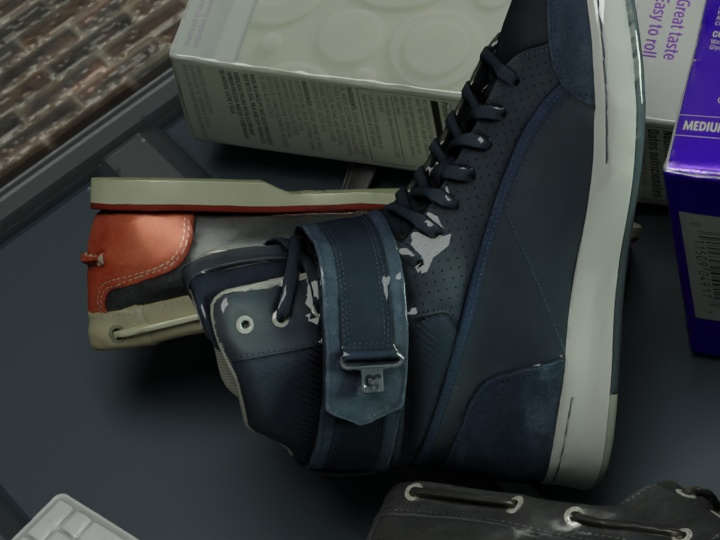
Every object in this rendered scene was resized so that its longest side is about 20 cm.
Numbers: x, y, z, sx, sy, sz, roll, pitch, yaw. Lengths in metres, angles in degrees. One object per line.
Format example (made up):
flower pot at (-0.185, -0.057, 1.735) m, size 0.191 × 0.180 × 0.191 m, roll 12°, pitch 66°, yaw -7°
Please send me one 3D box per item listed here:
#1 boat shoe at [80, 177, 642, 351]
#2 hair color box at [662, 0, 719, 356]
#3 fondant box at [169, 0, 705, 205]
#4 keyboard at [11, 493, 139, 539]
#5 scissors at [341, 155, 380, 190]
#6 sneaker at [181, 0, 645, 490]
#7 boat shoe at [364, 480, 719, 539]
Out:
boat shoe at (0.000, 0.000, 1.046) m, size 0.199 × 0.071 × 0.063 m, roll 2°, pitch 91°, yaw -2°
hair color box at (0.159, -0.078, 1.038) m, size 0.065 × 0.109 × 0.201 m, roll 5°, pitch 56°, yaw 16°
fondant box at (0.045, -0.108, 1.104) m, size 0.199 × 0.058 × 0.145 m, roll 9°, pitch 58°, yaw 13°
keyboard at (-0.048, 0.139, 0.986) m, size 0.200 × 0.011 × 0.056 m, roll 29°, pitch 65°, yaw 29°
scissors at (0.014, -0.085, 1.138) m, size 0.073 × 0.014 × 0.200 m, roll 24°, pitch 64°, yaw 24°
sneaker at (0.016, -0.027, 0.969) m, size 0.146 × 0.203 × 0.077 m, roll 3°, pitch 11°, yaw -7°
boat shoe at (0.093, 0.098, 0.953) m, size 0.199 × 0.070 × 0.066 m, roll 0°, pitch 55°, yaw 22°
